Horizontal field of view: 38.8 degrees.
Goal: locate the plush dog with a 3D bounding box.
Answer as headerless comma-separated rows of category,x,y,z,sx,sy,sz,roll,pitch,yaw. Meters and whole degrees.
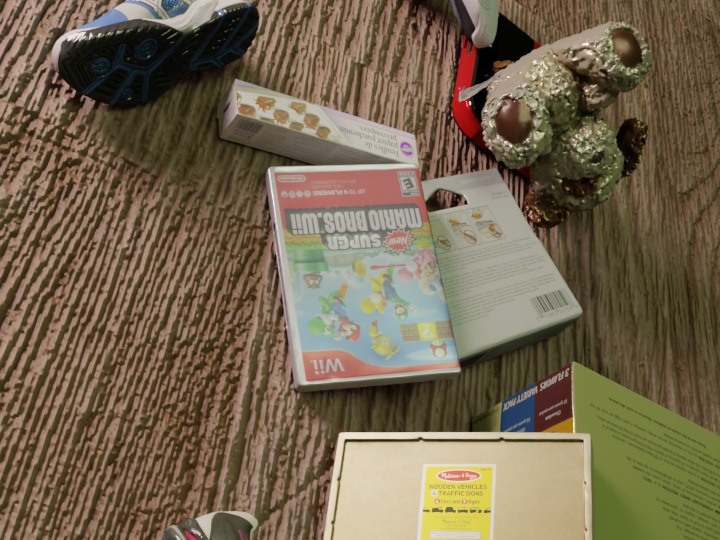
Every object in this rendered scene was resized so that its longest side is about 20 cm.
plush dog,0.207,-0.139,1.058,0.198,0.160,0.174,-34,109,-13

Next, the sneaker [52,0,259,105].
sneaker,-0.179,-0.199,0.864,0.077,0.076,0.199,40,42,22

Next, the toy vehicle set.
toy vehicle set,0.072,0.181,0.749,0.027,0.196,0.126,67,26,-50

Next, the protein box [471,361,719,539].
protein box,0.203,0.222,0.844,0.196,0.135,0.203,26,50,-24

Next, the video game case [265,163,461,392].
video game case,0.000,0.000,0.872,0.140,0.018,0.203,-3,65,-16

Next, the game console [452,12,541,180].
game console,0.183,-0.192,1.162,0.176,0.031,0.203,33,49,-24

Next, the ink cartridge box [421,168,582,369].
ink cartridge box,0.099,-0.003,0.968,0.198,0.044,0.175,-13,66,-41

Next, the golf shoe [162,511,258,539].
golf shoe,-0.065,0.251,0.665,0.087,0.077,0.203,-12,72,-49

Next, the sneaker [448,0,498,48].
sneaker,0.076,-0.332,1.117,0.075,0.112,0.203,-40,113,-59

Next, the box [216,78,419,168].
box,-0.036,-0.123,0.938,0.197,0.041,0.039,12,57,-31
